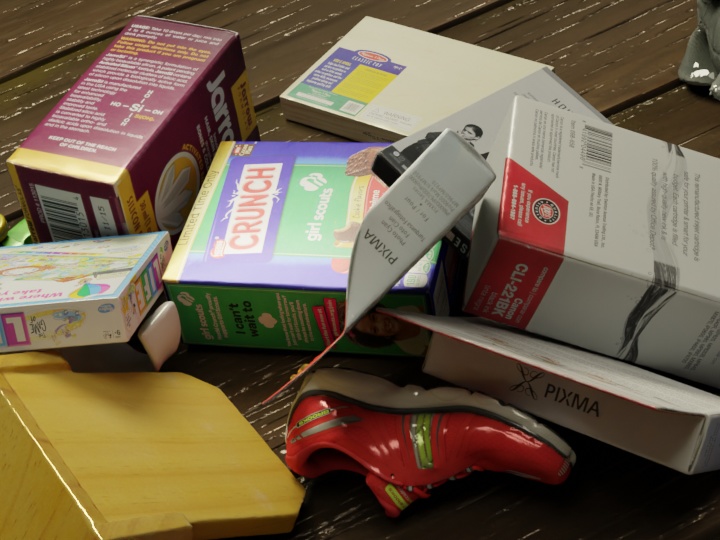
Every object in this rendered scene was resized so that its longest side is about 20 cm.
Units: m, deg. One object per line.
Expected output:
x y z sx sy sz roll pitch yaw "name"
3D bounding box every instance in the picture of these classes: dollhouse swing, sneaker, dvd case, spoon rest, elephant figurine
-0.171 0.169 1.129 0.200 0.176 0.182 43 106 43 "dollhouse swing"
0.043 0.124 1.117 0.200 0.077 0.085 7 64 24 "sneaker"
0.126 -0.069 1.261 0.200 0.025 0.150 -29 65 -39 "dvd case"
-0.212 0.049 1.267 0.200 0.061 0.099 5 41 38 "spoon rest"
0.315 -0.204 1.384 0.142 0.155 0.200 -62 35 9 "elephant figurine"

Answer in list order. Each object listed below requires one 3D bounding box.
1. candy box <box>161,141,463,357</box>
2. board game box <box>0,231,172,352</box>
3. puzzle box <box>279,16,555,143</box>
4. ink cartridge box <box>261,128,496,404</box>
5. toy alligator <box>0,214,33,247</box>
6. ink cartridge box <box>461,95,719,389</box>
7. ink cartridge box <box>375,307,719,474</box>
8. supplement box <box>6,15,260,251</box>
-0.027 -0.020 1.273 0.200 0.077 0.169 1 43 14 "candy box"
-0.245 0.018 1.211 0.200 0.034 0.134 -5 20 11 "board game box"
0.048 -0.151 1.442 0.200 0.025 0.133 21 51 32 "puzzle box"
0.000 0.000 1.095 0.200 0.160 0.047 -44 88 -1 "ink cartridge box"
-0.322 0.011 1.321 0.200 0.059 0.054 -26 43 -16 "toy alligator"
0.181 -0.019 1.162 0.200 0.084 0.144 16 46 -5 "ink cartridge box"
0.127 0.075 1.078 0.200 0.045 0.176 19 7 31 "ink cartridge box"
-0.173 -0.089 1.346 0.103 0.131 0.200 12 47 23 "supplement box"
